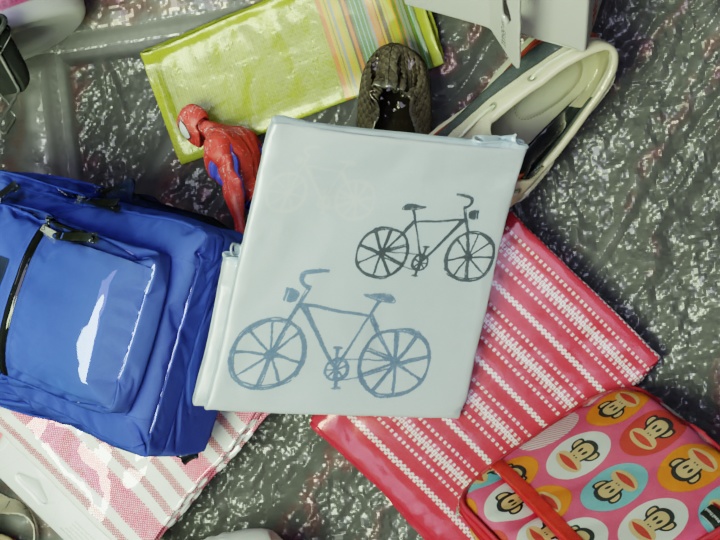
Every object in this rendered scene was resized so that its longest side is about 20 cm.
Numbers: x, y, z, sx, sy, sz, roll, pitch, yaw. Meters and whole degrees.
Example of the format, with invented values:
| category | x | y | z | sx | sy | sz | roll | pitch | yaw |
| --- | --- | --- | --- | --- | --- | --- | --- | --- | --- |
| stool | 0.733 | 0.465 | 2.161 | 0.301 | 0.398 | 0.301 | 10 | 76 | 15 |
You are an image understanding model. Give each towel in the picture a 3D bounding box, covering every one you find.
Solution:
| category | x | y | z | sx | sy | sz | roll | pitch | yaw |
| --- | --- | --- | --- | --- | --- | --- | --- | --- | --- |
| towel | 0.081 | 0.080 | 1.434 | 0.145 | 0.022 | 0.200 | 43 | 98 | -4 |
| towel | -0.139 | 0.075 | 1.443 | 0.146 | 0.030 | 0.200 | 41 | 98 | 9 |
| towel | -0.047 | -0.146 | 1.470 | 0.199 | 0.018 | 0.087 | -21 | 86 | 10 |

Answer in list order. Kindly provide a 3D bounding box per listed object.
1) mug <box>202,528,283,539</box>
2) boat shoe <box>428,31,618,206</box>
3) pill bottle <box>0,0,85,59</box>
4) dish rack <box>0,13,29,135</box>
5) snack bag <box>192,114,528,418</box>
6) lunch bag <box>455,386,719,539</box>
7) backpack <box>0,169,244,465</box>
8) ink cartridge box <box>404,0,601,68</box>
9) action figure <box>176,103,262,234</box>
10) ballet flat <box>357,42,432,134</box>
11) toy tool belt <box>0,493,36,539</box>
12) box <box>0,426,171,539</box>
| category | x | y | z | sx | sy | sz | roll | pitch | yaw |
| --- | --- | --- | --- | --- | --- | --- | --- | --- | --- |
| mug | -0.092 | 0.275 | 1.432 | 0.175 | 0.148 | 0.200 | -36 | 114 | 2 |
| boat shoe | 0.090 | -0.076 | 1.402 | 0.071 | 0.063 | 0.200 | 42 | 86 | -28 |
| pill bottle | -0.274 | -0.241 | 1.464 | 0.113 | 0.113 | 0.201 | -25 | 86 | 10 |
| dish rack | -0.300 | -0.068 | 1.358 | 0.153 | 0.201 | 0.055 | -9 | 131 | 35 |
| snack bag | 0.000 | 0.000 | 1.352 | 0.188 | 0.021 | 0.201 | 4 | 111 | -26 |
| lunch bag | 0.149 | 0.167 | 1.334 | 0.176 | 0.200 | 0.082 | -32 | 117 | -8 |
| backpack | -0.189 | 0.014 | 1.362 | 0.199 | 0.168 | 0.163 | 18 | 86 | 22 |
| ink cartridge box | 0.104 | -0.242 | 1.350 | 0.125 | 0.129 | 0.201 | 16 | 69 | 11 |
| action figure | -0.058 | -0.034 | 1.441 | 0.052 | 0.065 | 0.200 | -44 | 76 | 26 |
| ballet flat | 0.026 | -0.050 | 1.438 | 0.067 | 0.046 | 0.201 | 0 | 96 | 7 |
| toy tool belt | -0.318 | 0.169 | 1.449 | 0.199 | 0.123 | 0.125 | 24 | 79 | -3 |
| box | -0.162 | 0.083 | 1.483 | 0.156 | 0.041 | 0.200 | 42 | 96 | 8 |
